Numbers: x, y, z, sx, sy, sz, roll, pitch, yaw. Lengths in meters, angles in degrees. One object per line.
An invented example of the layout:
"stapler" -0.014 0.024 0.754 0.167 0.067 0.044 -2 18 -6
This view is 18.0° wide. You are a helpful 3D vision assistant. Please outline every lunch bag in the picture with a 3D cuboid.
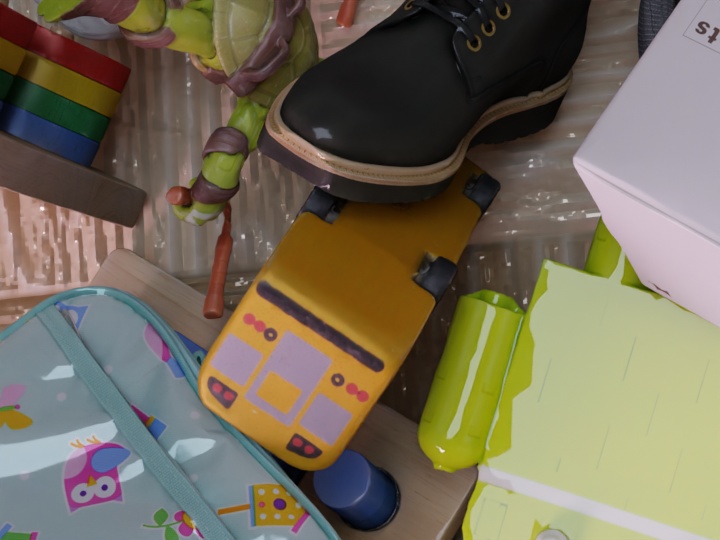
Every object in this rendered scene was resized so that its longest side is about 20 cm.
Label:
"lunch bag" -0.100 0.106 0.857 0.160 0.077 0.200 -35 64 -13

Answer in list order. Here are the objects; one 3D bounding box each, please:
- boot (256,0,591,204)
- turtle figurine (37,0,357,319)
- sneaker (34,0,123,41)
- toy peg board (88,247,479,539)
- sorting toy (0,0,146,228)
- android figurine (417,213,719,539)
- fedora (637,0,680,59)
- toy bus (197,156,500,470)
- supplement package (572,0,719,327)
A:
"boot" 0.041 -0.114 0.901 0.077 0.200 0.139 33 121 15
"turtle figurine" -0.058 -0.093 0.947 0.064 0.161 0.201 7 70 48
"sneaker" -0.125 -0.191 1.026 0.077 0.081 0.201 -47 60 39
"toy peg board" -0.087 0.111 0.936 0.199 0.098 0.200 30 84 19
"sorting toy" -0.197 -0.098 0.954 0.199 0.199 0.070 24 91 14
"android figurine" 0.113 0.073 0.903 0.181 0.041 0.202 19 89 14
"fedora" 0.213 -0.087 0.942 0.199 0.090 0.178 30 81 26
"toy bus" 0.000 0.000 0.914 0.065 0.200 0.079 32 113 0
"supplement package" 0.189 -0.070 0.823 0.119 0.121 0.201 31 83 27
